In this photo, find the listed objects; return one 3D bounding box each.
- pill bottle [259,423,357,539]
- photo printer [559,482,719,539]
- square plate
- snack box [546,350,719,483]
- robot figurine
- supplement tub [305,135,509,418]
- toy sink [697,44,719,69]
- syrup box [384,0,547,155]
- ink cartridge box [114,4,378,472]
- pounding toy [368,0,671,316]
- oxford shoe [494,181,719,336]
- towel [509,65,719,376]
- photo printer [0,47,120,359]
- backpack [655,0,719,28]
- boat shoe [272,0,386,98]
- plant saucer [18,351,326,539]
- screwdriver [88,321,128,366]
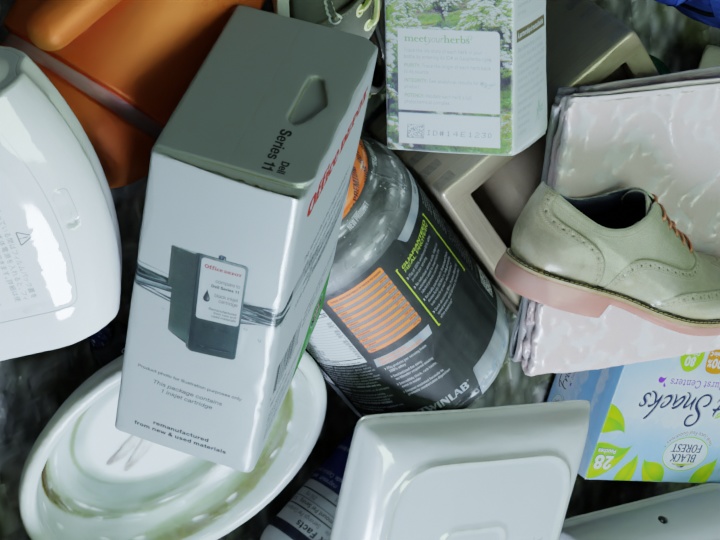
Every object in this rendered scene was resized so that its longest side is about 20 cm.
[{"bbox_3d":[0.005,0.178,1.433,0.200,0.116,0.116,-48,132,-11],"label":"pill bottle"},{"bbox_3d":[0.201,0.237,1.620,0.200,0.069,0.166,-8,141,-37],"label":"photo printer"},{"bbox_3d":[0.060,0.182,1.380,0.198,0.028,0.200,-1,111,-39],"label":"square plate"},{"bbox_3d":[0.238,0.070,1.606,0.200,0.068,0.169,8,106,-40],"label":"snack box"},{"bbox_3d":[-0.130,-0.130,1.175,0.117,0.144,0.200,33,88,-23],"label":"robot figurine"},{"bbox_3d":[0.000,0.000,1.339,0.123,0.122,0.200,-48,133,-11],"label":"supplement tub"},{"bbox_3d":[0.325,-0.062,1.513,0.112,0.200,0.130,0,111,-59],"label":"toy sink"},{"bbox_3d":[0.061,-0.172,1.251,0.081,0.079,0.200,-36,127,-66],"label":"syrup box"},{"bbox_3d":[-0.061,-0.018,1.152,0.147,0.083,0.200,-66,172,-49],"label":"ink cartridge box"},{"bbox_3d":[0.134,-0.087,1.420,0.200,0.142,0.184,-41,131,-4],"label":"pounding toy"},{"bbox_3d":[0.179,-0.008,1.317,0.200,0.071,0.074,7,110,-33],"label":"oxford shoe"},{"bbox_3d":[0.191,-0.033,1.373,0.191,0.032,0.200,-7,121,-26],"label":"towel"},{"bbox_3d":[-0.227,-0.024,1.104,0.200,0.069,0.166,-13,126,7],"label":"photo printer"},{"bbox_3d":[0.212,-0.249,1.378,0.168,0.163,0.200,-35,142,-10],"label":"backpack"},{"bbox_3d":[-0.017,-0.153,1.230,0.202,0.060,0.072,82,10,-70],"label":"boat shoe"},{"bbox_3d":[-0.119,0.097,1.314,0.200,0.050,0.200,-20,141,-17],"label":"plant saucer"},{"bbox_3d":[-0.172,0.020,1.266,0.029,0.028,0.200,-32,138,12],"label":"screwdriver"}]
